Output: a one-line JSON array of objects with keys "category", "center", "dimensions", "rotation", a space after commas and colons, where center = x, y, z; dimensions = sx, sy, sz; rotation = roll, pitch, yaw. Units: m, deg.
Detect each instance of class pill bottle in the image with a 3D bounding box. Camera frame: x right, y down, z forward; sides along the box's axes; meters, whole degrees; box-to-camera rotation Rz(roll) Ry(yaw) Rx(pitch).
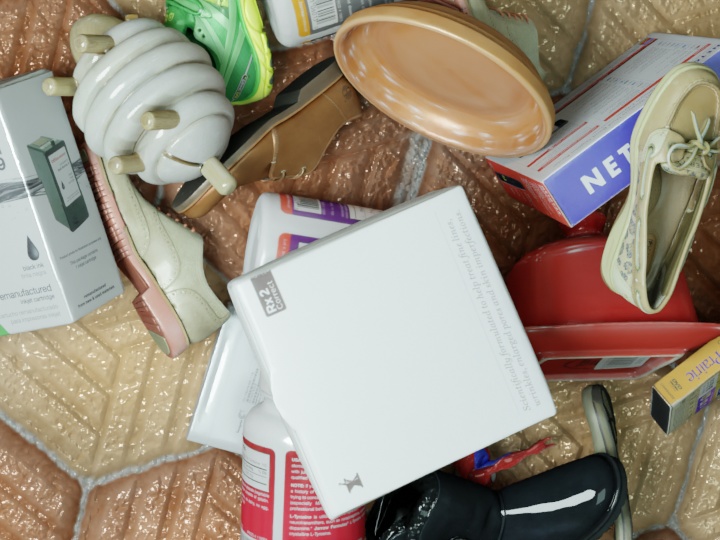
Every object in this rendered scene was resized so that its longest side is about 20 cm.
[{"category": "pill bottle", "center": [-0.049, 0.180, 1.254], "dimensions": [0.112, 0.112, 0.201], "rotation": [1, 100, -9]}, {"category": "pill bottle", "center": [0.009, -0.274, 1.209], "dimensions": [0.199, 0.116, 0.117], "rotation": [-19, 102, -6]}, {"category": "pill bottle", "center": [0.000, 0.000, 1.258], "dimensions": [0.199, 0.111, 0.112], "rotation": [9, 98, -10]}]

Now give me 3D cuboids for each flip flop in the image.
[{"category": "flip flop", "center": [0.226, 0.209, 1.354], "dimensions": [0.057, 0.081, 0.201], "rotation": [-10, 101, 10]}]

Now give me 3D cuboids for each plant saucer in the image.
[{"category": "plant saucer", "center": [0.074, -0.164, 1.191], "dimensions": [0.200, 0.200, 0.038], "rotation": [29, 72, -13]}]

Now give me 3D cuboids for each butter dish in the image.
[{"category": "butter dish", "center": [0.206, 0.017, 1.277], "dimensions": [0.198, 0.200, 0.149], "rotation": [0, 76, -7]}]

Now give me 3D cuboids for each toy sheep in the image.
[{"category": "toy sheep", "center": [-0.172, -0.135, 1.164], "dimensions": [0.138, 0.138, 0.200], "rotation": [-37, 77, -1]}]

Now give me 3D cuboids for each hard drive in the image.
[{"category": "hard drive", "center": [-0.047, 0.119, 1.315], "dimensions": [0.199, 0.027, 0.133], "rotation": [17, 97, -11]}]

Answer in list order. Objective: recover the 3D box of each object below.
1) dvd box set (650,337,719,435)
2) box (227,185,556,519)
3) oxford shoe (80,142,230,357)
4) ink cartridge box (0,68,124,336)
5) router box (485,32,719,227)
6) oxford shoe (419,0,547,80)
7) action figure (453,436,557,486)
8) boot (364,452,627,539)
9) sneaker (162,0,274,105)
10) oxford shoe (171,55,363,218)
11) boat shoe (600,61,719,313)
[{"category": "dvd box set", "center": [0.357, 0.071, 1.317], "dimensions": [0.200, 0.146, 0.029], "rotation": [-38, 71, -1]}, {"category": "box", "center": [0.020, 0.061, 1.134], "dimensions": [0.199, 0.131, 0.200], "rotation": [-23, 94, -6]}, {"category": "oxford shoe", "center": [-0.183, -0.028, 1.244], "dimensions": [0.074, 0.071, 0.201], "rotation": [-28, 101, -20]}, {"category": "ink cartridge box", "center": [-0.304, -0.052, 1.183], "dimensions": [0.145, 0.084, 0.201], "rotation": [-11, 104, 28]}, {"category": "router box", "center": [0.221, -0.128, 1.236], "dimensions": [0.200, 0.180, 0.049], "rotation": [-36, 105, -1]}, {"category": "oxford shoe", "center": [0.109, -0.206, 1.227], "dimensions": [0.074, 0.071, 0.200], "rotation": [-48, 148, -7]}, {"category": "action figure", "center": [0.110, 0.129, 1.300], "dimensions": [0.099, 0.065, 0.200], "rotation": [-30, 134, -6]}, {"category": "boot", "center": [0.120, 0.214, 1.277], "dimensions": [0.168, 0.077, 0.200], "rotation": [25, 130, -38]}, {"category": "sneaker", "center": [-0.135, -0.236, 1.213], "dimensions": [0.083, 0.074, 0.201], "rotation": [-20, 103, -9]}, {"category": "oxford shoe", "center": [-0.076, -0.102, 1.235], "dimensions": [0.200, 0.071, 0.071], "rotation": [-39, 110, -15]}, {"category": "boat shoe", "center": [0.252, -0.065, 1.132], "dimensions": [0.073, 0.063, 0.201], "rotation": [4, 111, -20]}]
